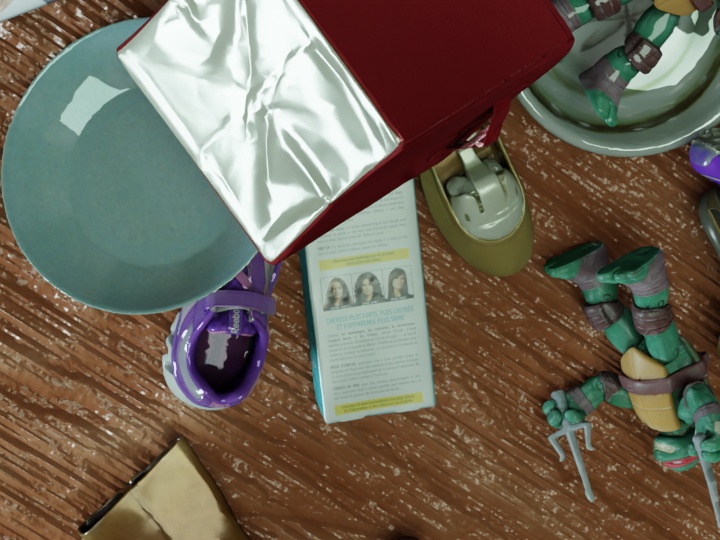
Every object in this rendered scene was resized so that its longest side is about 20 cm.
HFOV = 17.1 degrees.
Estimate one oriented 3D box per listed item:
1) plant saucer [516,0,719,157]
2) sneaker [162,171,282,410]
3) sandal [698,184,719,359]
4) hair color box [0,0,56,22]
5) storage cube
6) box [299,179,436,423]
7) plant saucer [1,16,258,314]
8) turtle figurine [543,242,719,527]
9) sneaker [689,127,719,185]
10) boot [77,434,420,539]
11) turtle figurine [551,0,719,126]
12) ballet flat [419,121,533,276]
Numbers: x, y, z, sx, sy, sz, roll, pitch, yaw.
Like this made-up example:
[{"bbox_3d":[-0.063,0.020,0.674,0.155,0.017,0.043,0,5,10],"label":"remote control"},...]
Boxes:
[{"bbox_3d":[0.184,-0.181,1.644,0.199,0.050,0.201,-3,106,-10],"label":"plant saucer"},{"bbox_3d":[-0.088,0.007,1.629,0.080,0.088,0.201,5,102,-9],"label":"sneaker"},{"bbox_3d":[0.275,0.038,1.708,0.054,0.082,0.201,-20,104,20],"label":"sandal"},{"bbox_3d":[-0.209,-0.221,1.517,0.199,0.061,0.100,-17,109,25],"label":"hair color box"},{"bbox_3d":[-0.009,-0.140,1.499,0.179,0.171,0.200,-32,86,-42],"label":"storage cube"},{"bbox_3d":[0.000,0.000,1.662,0.082,0.049,0.201,-8,106,-8],"label":"box"},{"bbox_3d":[-0.140,-0.067,1.595,0.200,0.039,0.202,-2,79,12],"label":"plant saucer"},{"bbox_3d":[0.200,0.081,1.688,0.101,0.149,0.201,-36,112,-46],"label":"turtle figurine"},{"bbox_3d":[0.305,-0.033,1.668,0.199,0.070,0.100,15,99,-30],"label":"sneaker"},{"bbox_3d":[-0.072,0.196,1.709,0.188,0.069,0.200,-37,100,9],"label":"boot"},{"bbox_3d":[0.218,-0.190,1.571,0.200,0.101,0.150,-35,102,14],"label":"turtle figurine"},{"bbox_3d":[0.070,-0.078,1.645,0.068,0.063,0.201,-30,108,-7],"label":"ballet flat"}]
